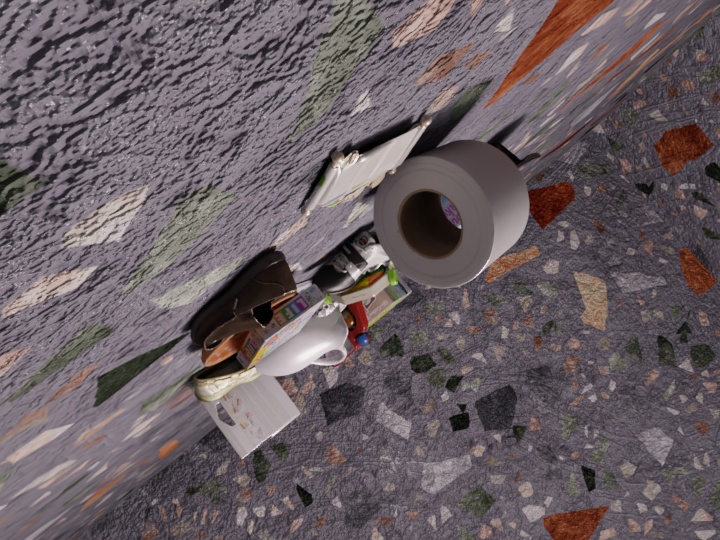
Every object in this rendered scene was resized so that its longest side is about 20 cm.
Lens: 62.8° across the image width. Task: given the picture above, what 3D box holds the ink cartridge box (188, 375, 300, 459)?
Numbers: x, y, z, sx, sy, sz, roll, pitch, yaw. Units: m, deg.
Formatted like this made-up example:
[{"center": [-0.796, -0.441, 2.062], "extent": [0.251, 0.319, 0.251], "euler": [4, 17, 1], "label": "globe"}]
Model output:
[{"center": [-0.258, 0.291, 1.310], "extent": [0.173, 0.200, 0.044], "euler": [-33, 172, -38], "label": "ink cartridge box"}]

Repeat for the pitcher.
[{"center": [-0.127, 0.166, 1.255], "extent": [0.200, 0.121, 0.172], "euler": [-14, 136, -9], "label": "pitcher"}]

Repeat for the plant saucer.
[{"center": [-0.194, 0.090, 1.019], "extent": [0.200, 0.037, 0.200], "euler": [-37, 173, -5], "label": "plant saucer"}]

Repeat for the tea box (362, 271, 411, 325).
[{"center": [0.008, 0.083, 1.631], "extent": [0.200, 0.134, 0.197], "euler": [-41, 174, 18], "label": "tea box"}]

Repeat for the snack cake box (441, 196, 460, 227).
[{"center": [0.160, -0.128, 1.129], "extent": [0.200, 0.115, 0.067], "euler": [-36, 173, -22], "label": "snack cake box"}]

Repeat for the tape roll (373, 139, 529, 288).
[{"center": [0.139, -0.089, 0.906], "extent": [0.139, 0.203, 0.203], "euler": [-31, 170, -49], "label": "tape roll"}]

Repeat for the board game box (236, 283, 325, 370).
[{"center": [-0.148, 0.105, 1.066], "extent": [0.134, 0.034, 0.200], "euler": [-36, 173, -29], "label": "board game box"}]

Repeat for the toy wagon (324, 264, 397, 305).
[{"center": [0.000, 0.000, 1.219], "extent": [0.155, 0.040, 0.200], "euler": [-17, -151, 14], "label": "toy wagon"}]

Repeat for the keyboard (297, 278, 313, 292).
[{"center": [-0.116, 0.036, 1.205], "extent": [0.056, 0.011, 0.200], "euler": [-36, 174, 21], "label": "keyboard"}]

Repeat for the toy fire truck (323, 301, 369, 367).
[{"center": [-0.055, 0.132, 1.474], "extent": [0.200, 0.168, 0.112], "euler": [-44, 172, 36], "label": "toy fire truck"}]

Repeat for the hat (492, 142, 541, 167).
[{"center": [0.299, -0.235, 1.325], "extent": [0.200, 0.081, 0.201], "euler": [-31, 177, -2], "label": "hat"}]

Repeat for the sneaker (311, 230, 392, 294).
[{"center": [-0.010, -0.030, 1.114], "extent": [0.200, 0.074, 0.089], "euler": [-32, 144, -28], "label": "sneaker"}]

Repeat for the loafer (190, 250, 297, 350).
[{"center": [-0.163, 0.058, 0.821], "extent": [0.200, 0.071, 0.073], "euler": [-42, 172, 28], "label": "loafer"}]

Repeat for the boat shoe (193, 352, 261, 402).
[{"center": [-0.270, 0.205, 1.273], "extent": [0.201, 0.073, 0.063], "euler": [-28, 138, -34], "label": "boat shoe"}]

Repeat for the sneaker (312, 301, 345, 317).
[{"center": [-0.099, 0.086, 1.331], "extent": [0.200, 0.075, 0.082], "euler": [-37, 175, -10], "label": "sneaker"}]

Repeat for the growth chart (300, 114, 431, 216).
[{"center": [0.008, -0.128, 0.739], "extent": [0.200, 0.018, 0.145], "euler": [-33, 172, -40], "label": "growth chart"}]
